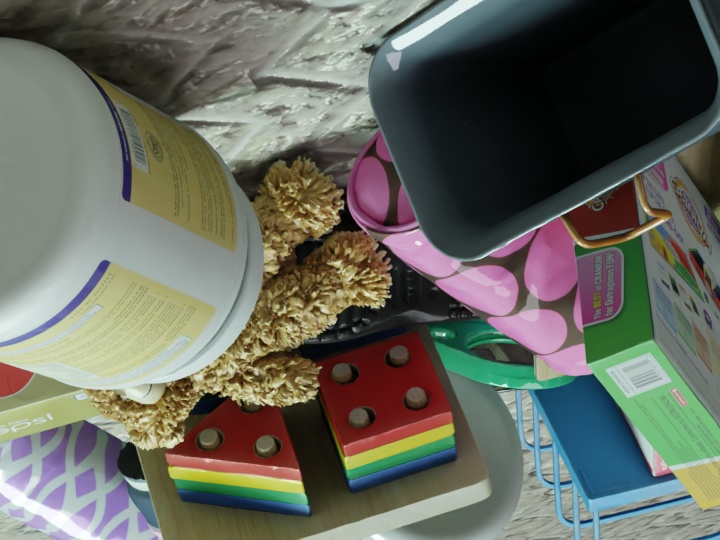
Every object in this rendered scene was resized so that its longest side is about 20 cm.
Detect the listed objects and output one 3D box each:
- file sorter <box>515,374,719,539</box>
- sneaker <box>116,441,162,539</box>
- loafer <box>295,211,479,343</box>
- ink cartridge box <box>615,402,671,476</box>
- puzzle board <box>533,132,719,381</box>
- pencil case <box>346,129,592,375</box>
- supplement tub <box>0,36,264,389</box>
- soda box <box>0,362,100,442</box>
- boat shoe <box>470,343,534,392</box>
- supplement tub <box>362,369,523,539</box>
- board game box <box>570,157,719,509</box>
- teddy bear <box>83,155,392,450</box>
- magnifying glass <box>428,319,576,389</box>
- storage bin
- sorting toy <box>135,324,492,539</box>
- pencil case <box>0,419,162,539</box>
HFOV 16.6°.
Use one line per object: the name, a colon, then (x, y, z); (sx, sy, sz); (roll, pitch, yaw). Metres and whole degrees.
file sorter: (0.201, 0.133, 1.805); (0.138, 0.200, 0.123); (-12, 127, -9)
sneaker: (-0.056, 0.149, 1.564); (0.199, 0.070, 0.082); (8, 133, 30)
loafer: (0.000, 0.000, 1.489); (0.199, 0.073, 0.071); (2, -163, -18)
ink cartridge box: (0.276, 0.048, 1.733); (0.199, 0.145, 0.085); (-13, 127, -7)
puzzle board: (0.175, -0.027, 1.506); (0.150, 0.017, 0.201); (-13, 130, -10)
pencil case: (0.085, -0.019, 1.409); (0.091, 0.094, 0.200); (22, 169, 45)
supplement tub: (-0.143, -0.021, 1.201); (0.145, 0.146, 0.200); (-21, 161, 17)
soda box: (-0.249, 0.072, 1.515); (0.199, 0.068, 0.064); (-15, 163, -2)
boat shoe: (0.030, 0.079, 1.770); (0.199, 0.065, 0.072); (-13, 165, -5)
supplement tub: (0.009, 0.147, 1.675); (0.144, 0.146, 0.200); (-7, 164, -25)
board game box: (0.169, 0.011, 1.389); (0.040, 0.201, 0.153); (-22, 134, 21)
teddy bear: (-0.078, 0.023, 1.405); (0.199, 0.145, 0.067); (-18, -158, 7)
magnifying glass: (0.045, 0.044, 1.606); (0.199, 0.022, 0.080); (8, -159, 13)
storage bin: (0.131, -0.090, 1.257); (0.200, 0.146, 0.134); (-30, 167, 38)
sorting toy: (-0.045, 0.075, 1.517); (0.198, 0.200, 0.070); (-17, 137, -5)
pencil case: (-0.180, 0.146, 1.645); (0.200, 0.084, 0.085); (34, -178, -24)
